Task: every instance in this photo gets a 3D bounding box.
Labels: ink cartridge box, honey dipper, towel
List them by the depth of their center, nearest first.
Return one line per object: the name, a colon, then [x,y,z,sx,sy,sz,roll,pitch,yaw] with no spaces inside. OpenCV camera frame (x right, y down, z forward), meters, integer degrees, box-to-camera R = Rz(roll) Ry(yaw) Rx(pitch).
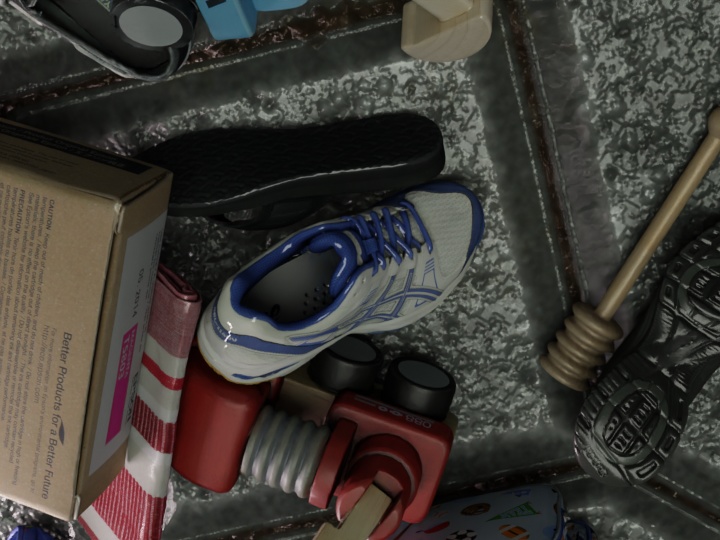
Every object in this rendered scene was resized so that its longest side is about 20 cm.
ink cartridge box: [-0.206,0.020,0.819,0.164,0.075,0.201,18,112,11]
towel: [-0.149,0.079,0.893,0.023,0.144,0.201,-3,116,-35]
honey dipper: [0.178,-0.015,0.894,0.038,0.038,0.201,28,108,-8]

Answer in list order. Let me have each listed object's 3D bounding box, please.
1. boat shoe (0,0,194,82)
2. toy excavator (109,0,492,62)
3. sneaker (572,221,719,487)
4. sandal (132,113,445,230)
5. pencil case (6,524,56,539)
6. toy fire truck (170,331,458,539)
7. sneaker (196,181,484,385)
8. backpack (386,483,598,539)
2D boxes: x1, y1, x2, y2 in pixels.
boat shoe: [-0.185,-0.178,0.829,0.199,0.068,0.074,43,106,-13]
toy excavator: [-0.037,-0.178,0.789,0.199,0.100,0.195,-2,150,14]
sneaker: [0.196,0.045,0.898,0.076,0.091,0.200,42,85,4]
sandal: [-0.047,-0.052,0.872,0.199,0.076,0.048,-5,128,4]
pencil case: [-0.168,0.246,0.978,0.199,0.087,0.078,27,84,-9]
toy fire truck: [-0.044,0.126,0.859,0.175,0.200,0.129,20,110,3]
sneaker: [0.000,0.000,0.838,0.200,0.088,0.075,-32,78,-23]
backpack: [0.079,0.232,0.907,0.199,0.191,0.155,-19,108,10]
